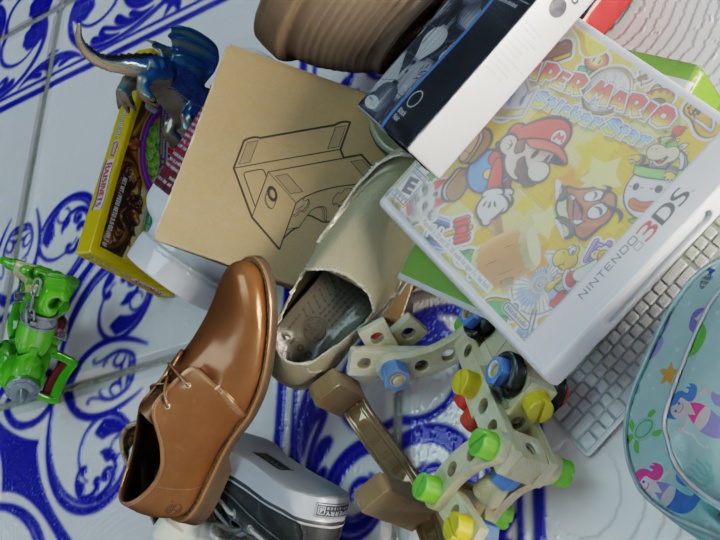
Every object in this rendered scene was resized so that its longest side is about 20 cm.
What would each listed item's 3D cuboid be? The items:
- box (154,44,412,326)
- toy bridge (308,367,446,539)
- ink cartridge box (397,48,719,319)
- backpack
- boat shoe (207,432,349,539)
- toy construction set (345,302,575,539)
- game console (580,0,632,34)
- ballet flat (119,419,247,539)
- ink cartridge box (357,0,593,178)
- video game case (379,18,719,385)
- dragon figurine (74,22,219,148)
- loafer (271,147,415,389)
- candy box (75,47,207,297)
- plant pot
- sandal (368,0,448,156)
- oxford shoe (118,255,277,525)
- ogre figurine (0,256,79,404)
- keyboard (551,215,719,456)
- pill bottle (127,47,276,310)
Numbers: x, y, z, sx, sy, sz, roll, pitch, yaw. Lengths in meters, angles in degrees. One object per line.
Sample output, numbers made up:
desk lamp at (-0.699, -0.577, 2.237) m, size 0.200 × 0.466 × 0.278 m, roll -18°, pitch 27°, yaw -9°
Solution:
box at (-0.037, -0.065, 0.914) m, size 0.198 × 0.021 × 0.165 m, roll 19°, pitch 78°, yaw 2°
toy bridge at (0.026, 0.155, 0.797) m, size 0.027 × 0.067 × 0.201 m, roll -41°, pitch 49°, yaw 15°
ink cartridge box at (0.136, -0.048, 0.805) m, size 0.147 × 0.076 × 0.201 m, roll 25°, pitch 83°, yaw 44°
backpack at (0.236, 0.078, 0.616) m, size 0.199 × 0.150 × 0.179 m, roll 20°, pitch 82°, yaw 49°
boat shoe at (-0.078, 0.166, 0.876) m, size 0.198 × 0.073 × 0.069 m, roll 18°, pitch 95°, yaw 49°
toy construction set at (0.069, 0.094, 0.786) m, size 0.132 × 0.091 × 0.201 m, roll -57°, pitch 41°, yaw 24°
game console at (0.132, -0.221, 0.941) m, size 0.201 × 0.031 × 0.177 m, roll -51°, pitch 42°, yaw 6°
ballet flat at (-0.141, 0.189, 0.918) m, size 0.068 × 0.067 × 0.200 m, roll -48°, pitch 46°, yaw 9°
ink cartridge box at (0.089, -0.161, 0.802) m, size 0.200 × 0.039 × 0.099 m, roll -48°, pitch 31°, yaw 4°
video game case at (0.123, -0.056, 0.750) m, size 0.182 × 0.023 × 0.200 m, roll -47°, pitch 45°, yaw 6°
dragon figurine at (-0.162, -0.175, 1.043) m, size 0.059 × 0.199 × 0.100 m, roll -7°, pitch 55°, yaw 52°
loafer at (0.000, 0.000, 0.852) m, size 0.075 × 0.068 × 0.201 m, roll 32°, pitch 89°, yaw 0°
candy box at (-0.185, -0.088, 1.078) m, size 0.026 × 0.102 × 0.202 m, roll -2°, pitch 66°, yaw 37°
plant pot at (0.020, -0.220, 0.923) m, size 0.093 × 0.201 × 0.201 m, roll 45°, pitch 101°, yaw 6°
sandal at (0.074, -0.171, 0.884) m, size 0.080 × 0.057 × 0.201 m, roll 41°, pitch 95°, yaw 23°
oxford shoe at (-0.113, 0.082, 0.829) m, size 0.071 × 0.071 × 0.202 m, roll 27°, pitch 99°, yaw 51°
ogre figurine at (-0.303, 0.056, 1.101) m, size 0.199 × 0.098 × 0.121 m, roll 11°, pitch 85°, yaw 51°
keyboard at (0.195, 0.028, 0.764) m, size 0.200 × 0.011 × 0.056 m, roll -49°, pitch 46°, yaw 8°
pill bottle at (-0.106, -0.073, 0.997) m, size 0.113 × 0.113 × 0.201 m, roll 34°, pitch 90°, yaw 44°
